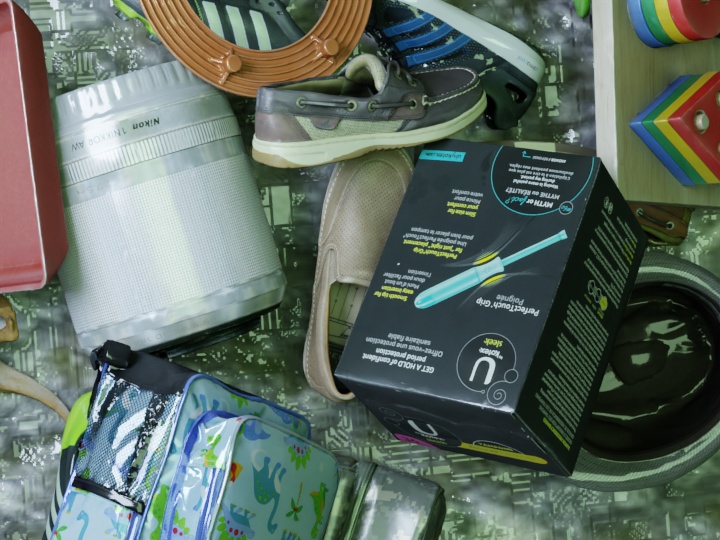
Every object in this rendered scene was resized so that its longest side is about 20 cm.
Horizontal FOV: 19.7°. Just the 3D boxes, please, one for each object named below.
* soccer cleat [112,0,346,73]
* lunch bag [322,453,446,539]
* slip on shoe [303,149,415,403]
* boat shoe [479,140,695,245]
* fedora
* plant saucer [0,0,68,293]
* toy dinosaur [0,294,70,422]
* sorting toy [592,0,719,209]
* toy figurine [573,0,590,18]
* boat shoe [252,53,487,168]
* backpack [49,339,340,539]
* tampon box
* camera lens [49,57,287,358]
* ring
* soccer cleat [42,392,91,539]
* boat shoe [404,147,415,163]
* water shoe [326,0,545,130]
[{"bbox_3d":[-0.101,-0.191,1.577,0.199,0.068,0.081,24,94,-17],"label":"soccer cleat"},{"bbox_3d":[-0.041,0.229,1.554,0.167,0.139,0.201,18,85,7],"label":"lunch bag"},{"bbox_3d":[0.000,0.000,1.536,0.076,0.061,0.201,14,96,-9],"label":"slip on shoe"},{"bbox_3d":[0.169,-0.060,1.624,0.199,0.072,0.068,7,87,-10],"label":"boat shoe"},{"bbox_3d":[0.209,0.076,1.619,0.199,0.090,0.178,-27,93,-4],"label":"fedora"},{"bbox_3d":[-0.271,-0.083,1.493,0.037,0.200,0.201,-8,91,-36],"label":"plant saucer"},{"bbox_3d":[-0.282,0.074,1.554,0.199,0.061,0.107,13,125,-13],"label":"toy dinosaur"},{"bbox_3d":[0.263,-0.151,1.587,0.198,0.069,0.201,1,87,-48],"label":"sorting toy"},{"bbox_3d":[0.072,-0.278,1.581,0.183,0.150,0.201,-7,76,1],"label":"toy figurine"},{"bbox_3d":[0.011,-0.124,1.505,0.199,0.073,0.065,-20,120,-34],"label":"boat shoe"},{"bbox_3d":[-0.119,0.175,1.425,0.146,0.183,0.201,17,82,33],"label":"backpack"},{"bbox_3d":[0.099,0.026,1.510,0.149,0.126,0.201,10,68,31],"label":"tampon box"},{"bbox_3d":[-0.151,-0.039,1.518,0.159,0.160,0.201,-17,92,-10],"label":"camera lens"},{"bbox_3d":[-0.073,-0.224,1.497,0.199,0.019,0.202,3,84,-29],"label":"ring"},{"bbox_3d":[-0.200,0.190,1.530,0.067,0.081,0.201,4,101,-10],"label":"soccer cleat"},{"bbox_3d":[0.022,-0.035,1.602,0.065,0.074,0.201,13,97,-13],"label":"boat shoe"},{"bbox_3d":[0.046,-0.171,1.603,0.199,0.071,0.079,23,90,-8],"label":"water shoe"}]
